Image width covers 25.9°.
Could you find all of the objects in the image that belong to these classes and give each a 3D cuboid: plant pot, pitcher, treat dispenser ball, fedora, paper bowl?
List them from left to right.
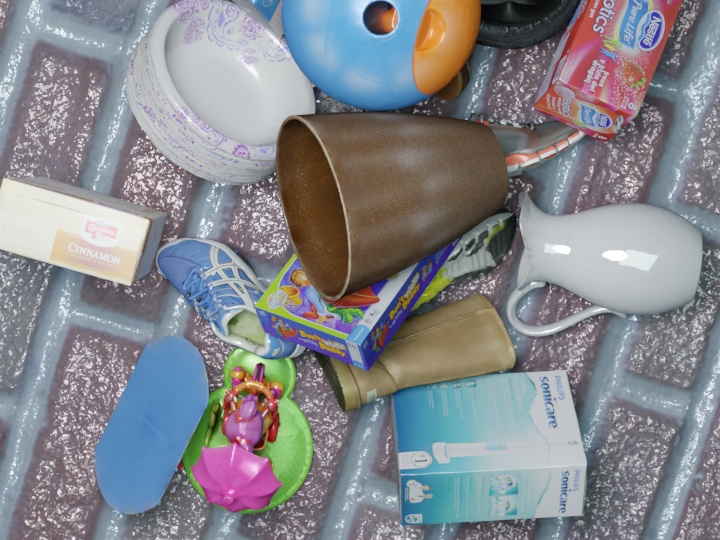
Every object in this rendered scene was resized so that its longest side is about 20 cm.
[{"bbox_3d":[-0.156,-0.181,1.670,0.201,0.201,0.104,46,132,-4],"label":"paper bowl"},{"bbox_3d":[0.020,-0.260,1.560,0.200,0.201,0.201,0,94,-2],"label":"treat dispenser ball"},{"bbox_3d":[0.040,-0.085,1.584,0.200,0.187,0.187,-15,94,-20],"label":"plant pot"},{"bbox_3d":[0.140,-0.329,1.699,0.200,0.092,0.201,0,91,-10],"label":"fedora"},{"bbox_3d":[0.265,0.005,1.729,0.199,0.121,0.172,7,121,2],"label":"pitcher"}]

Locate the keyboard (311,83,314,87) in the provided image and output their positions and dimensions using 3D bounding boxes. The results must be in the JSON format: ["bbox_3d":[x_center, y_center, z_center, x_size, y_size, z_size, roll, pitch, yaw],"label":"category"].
[{"bbox_3d":[-0.032,-0.299,1.692,0.011,0.056,0.201,9,76,-16],"label":"keyboard"}]

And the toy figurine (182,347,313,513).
[{"bbox_3d":[-0.120,0.181,1.685,0.150,0.184,0.201,11,93,-3],"label":"toy figurine"}]

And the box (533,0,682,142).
[{"bbox_3d":[0.273,-0.253,1.683,0.095,0.100,0.200,25,74,-4],"label":"box"}]

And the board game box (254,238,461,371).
[{"bbox_3d":[0.000,0.000,1.653,0.134,0.045,0.200,18,56,28],"label":"board game box"}]

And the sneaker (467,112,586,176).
[{"bbox_3d":[0.153,-0.143,1.728,0.200,0.077,0.082,-20,86,-2],"label":"sneaker"}]

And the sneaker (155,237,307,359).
[{"bbox_3d":[-0.145,0.028,1.707,0.200,0.077,0.076,32,110,17],"label":"sneaker"}]

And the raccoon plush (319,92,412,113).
[{"bbox_3d":[-0.014,-0.212,1.684,0.097,0.134,0.200,-24,91,4],"label":"raccoon plush"}]

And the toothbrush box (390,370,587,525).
[{"bbox_3d":[0.136,0.191,1.704,0.199,0.147,0.085,-4,130,-2],"label":"toothbrush box"}]

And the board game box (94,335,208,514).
[{"bbox_3d":[-0.215,0.173,1.718,0.039,0.158,0.200,24,94,-39],"label":"board game box"}]

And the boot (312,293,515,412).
[{"bbox_3d":[0.047,0.063,1.739,0.200,0.066,0.175,-16,63,-16],"label":"boot"}]

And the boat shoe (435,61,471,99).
[{"bbox_3d":[0.063,-0.284,1.717,0.070,0.070,0.200,-42,103,-39],"label":"boat shoe"}]

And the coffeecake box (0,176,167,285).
[{"bbox_3d":[-0.294,-0.045,1.656,0.153,0.200,0.073,16,93,-3],"label":"coffeecake box"}]

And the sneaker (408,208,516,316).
[{"bbox_3d":[0.082,-0.026,1.725,0.200,0.075,0.085,-28,52,-22],"label":"sneaker"}]

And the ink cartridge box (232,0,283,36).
[{"bbox_3d":[-0.060,-0.355,1.626,0.068,0.116,0.200,37,90,15],"label":"ink cartridge box"}]
